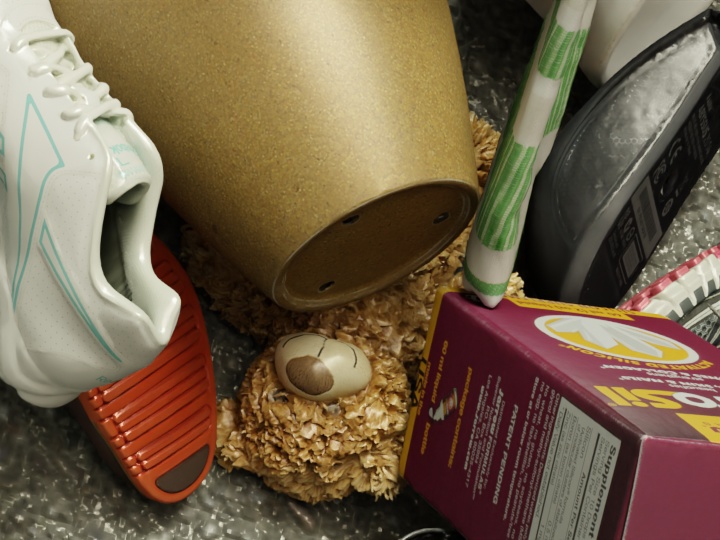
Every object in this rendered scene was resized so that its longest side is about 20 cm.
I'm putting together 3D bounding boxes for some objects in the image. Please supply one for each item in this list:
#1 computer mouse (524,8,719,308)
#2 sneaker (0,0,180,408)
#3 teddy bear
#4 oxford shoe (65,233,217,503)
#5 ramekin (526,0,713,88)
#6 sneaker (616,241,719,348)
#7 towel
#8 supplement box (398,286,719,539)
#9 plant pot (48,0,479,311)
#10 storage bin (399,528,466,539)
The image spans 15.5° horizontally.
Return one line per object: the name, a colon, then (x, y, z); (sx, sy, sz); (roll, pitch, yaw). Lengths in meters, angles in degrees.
computer mouse: (0.129, -0.062, 1.193); (0.053, 0.139, 0.200); (30, 72, 21)
sneaker: (-0.115, -0.053, 1.010); (0.070, 0.080, 0.201); (-16, 89, -51)
teddy bear: (0.000, 0.000, 1.135); (0.145, 0.067, 0.200); (38, 60, 1)
oxford shoe: (-0.123, 0.006, 1.094); (0.071, 0.072, 0.201); (-30, 98, -42)
ramekin: (0.141, -0.189, 1.196); (0.098, 0.201, 0.200); (44, 61, 9)
sneaker: (0.163, 0.028, 1.176); (0.200, 0.081, 0.075); (-31, 83, -28)
towel: (0.086, -0.099, 1.056); (0.023, 0.201, 0.153); (21, 29, 1)
supplement box: (0.104, 0.077, 1.012); (0.110, 0.200, 0.086); (7, 102, -22)
plant pot: (-0.036, -0.091, 1.076); (0.186, 0.187, 0.201); (-18, 67, -25)
storage bin: (0.086, 0.191, 1.073); (0.199, 0.094, 0.136); (9, 66, -17)
